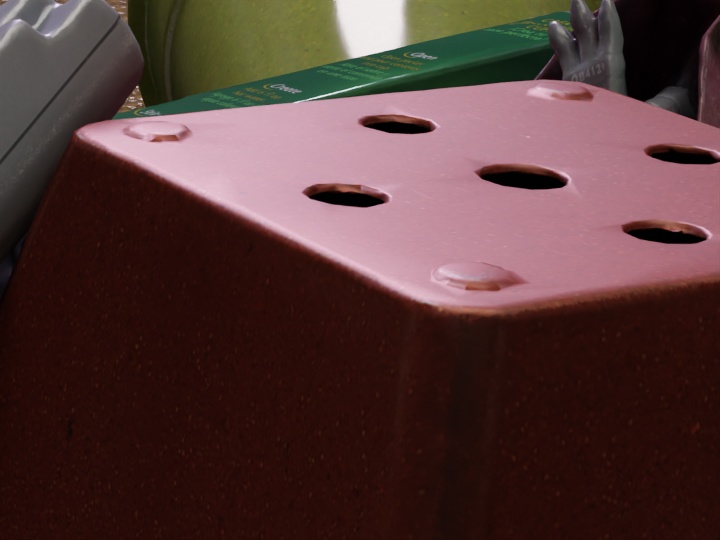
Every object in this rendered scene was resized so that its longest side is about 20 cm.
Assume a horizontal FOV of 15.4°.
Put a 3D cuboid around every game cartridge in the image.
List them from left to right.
[{"bbox_3d":[-0.137,0.013,0.590,0.200,0.041,0.134,-20,25,53],"label":"game cartridge"}]

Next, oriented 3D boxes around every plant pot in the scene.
[{"bbox_3d":[0.011,-0.053,0.956,0.198,0.201,0.190,3,28,-3],"label":"plant pot"},{"bbox_3d":[0.027,0.064,0.535,0.199,0.178,0.199,-7,20,-35],"label":"plant pot"}]

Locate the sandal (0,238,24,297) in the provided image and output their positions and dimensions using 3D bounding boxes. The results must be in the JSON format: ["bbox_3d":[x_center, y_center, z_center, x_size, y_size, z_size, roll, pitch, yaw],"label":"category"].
[{"bbox_3d":[-0.152,-0.008,0.973,0.075,0.043,0.200,4,16,0],"label":"sandal"}]

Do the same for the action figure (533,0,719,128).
[{"bbox_3d":[0.120,-0.006,0.742,0.199,0.134,0.149,18,35,-48],"label":"action figure"}]

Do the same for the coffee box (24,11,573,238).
[{"bbox_3d":[0.000,0.000,0.801,0.199,0.124,0.044,-17,18,-29],"label":"coffee box"}]
